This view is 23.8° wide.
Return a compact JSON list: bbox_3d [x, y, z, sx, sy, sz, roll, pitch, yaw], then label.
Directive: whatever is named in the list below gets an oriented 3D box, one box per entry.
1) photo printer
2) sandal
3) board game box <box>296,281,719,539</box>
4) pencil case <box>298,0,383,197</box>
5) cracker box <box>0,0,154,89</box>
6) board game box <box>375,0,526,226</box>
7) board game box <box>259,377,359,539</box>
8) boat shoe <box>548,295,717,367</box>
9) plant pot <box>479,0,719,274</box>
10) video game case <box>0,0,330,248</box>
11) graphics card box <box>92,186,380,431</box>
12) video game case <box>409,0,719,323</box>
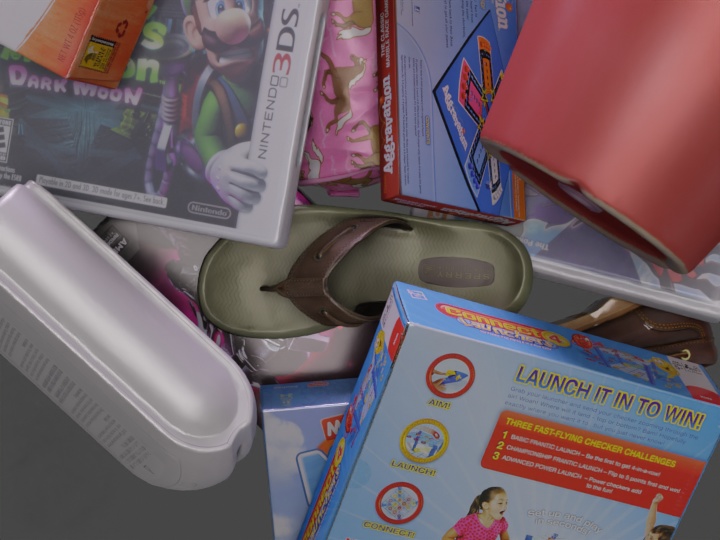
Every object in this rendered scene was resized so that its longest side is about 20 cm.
[{"bbox_3d":[-0.148,0.049,1.002,0.200,0.166,0.069,43,70,-2],"label":"photo printer"},{"bbox_3d":[0.001,-0.001,1.003,0.200,0.057,0.080,-3,92,7],"label":"sandal"},{"bbox_3d":[0.081,0.127,0.980,0.199,0.056,0.197,16,111,-14],"label":"board game box"},{"bbox_3d":[-0.015,-0.146,1.033,0.082,0.087,0.201,-10,89,13],"label":"pencil case"},{"bbox_3d":[-0.201,-0.205,0.965,0.199,0.058,0.134,28,100,22],"label":"cracker box"},{"bbox_3d":[0.053,-0.132,1.012,0.103,0.019,0.201,9,73,-38],"label":"board game box"},{"bbox_3d":[0.021,0.158,1.040,0.150,0.037,0.201,-5,114,-2],"label":"board game box"},{"bbox_3d":[0.125,0.064,1.057,0.199,0.070,0.071,-21,87,-2],"label":"boat shoe"},{"bbox_3d":[0.171,-0.109,0.958,0.200,0.200,0.178,33,91,-3],"label":"plant pot"},{"bbox_3d":[-0.122,-0.119,0.986,0.199,0.023,0.183,11,92,15],"label":"video game case"},{"bbox_3d":[-0.062,0.011,1.059,0.200,0.051,0.125,44,90,-2],"label":"graphics card box"},{"bbox_3d":[0.145,-0.080,1.049,0.199,0.023,0.183,14,78,3],"label":"video game case"}]
